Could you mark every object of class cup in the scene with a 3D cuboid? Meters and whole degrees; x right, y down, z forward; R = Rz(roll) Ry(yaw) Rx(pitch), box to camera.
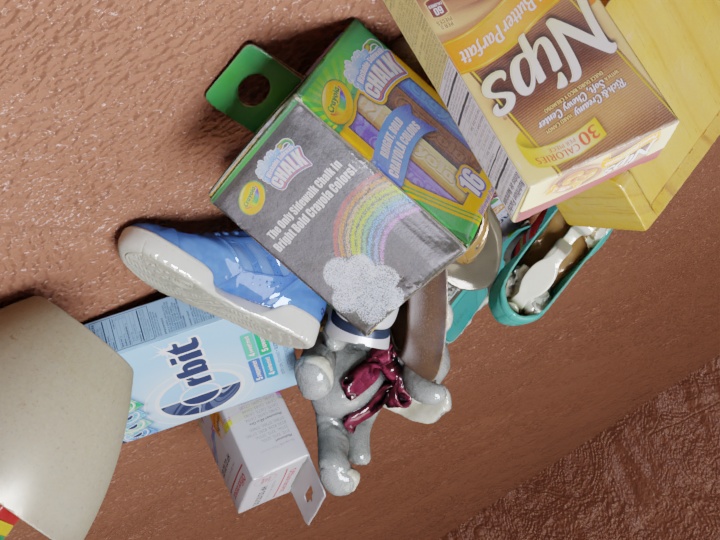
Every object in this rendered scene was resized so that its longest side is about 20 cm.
[{"bbox_3d":[-0.265,0.107,1.045,0.144,0.199,0.201,-54,166,-14],"label":"cup"}]

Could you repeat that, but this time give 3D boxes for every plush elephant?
[{"bbox_3d":[0.026,0.107,1.311,0.153,0.166,0.200,-9,-155,5],"label":"plush elephant"}]

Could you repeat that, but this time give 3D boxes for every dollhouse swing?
[{"bbox_3d":[0.222,-0.167,1.116,0.201,0.176,0.181,-51,-160,-11],"label":"dollhouse swing"}]

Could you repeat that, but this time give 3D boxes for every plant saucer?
[{"bbox_3d":[0.045,-0.001,1.171,0.032,0.202,0.201,-3,157,-7],"label":"plant saucer"}]

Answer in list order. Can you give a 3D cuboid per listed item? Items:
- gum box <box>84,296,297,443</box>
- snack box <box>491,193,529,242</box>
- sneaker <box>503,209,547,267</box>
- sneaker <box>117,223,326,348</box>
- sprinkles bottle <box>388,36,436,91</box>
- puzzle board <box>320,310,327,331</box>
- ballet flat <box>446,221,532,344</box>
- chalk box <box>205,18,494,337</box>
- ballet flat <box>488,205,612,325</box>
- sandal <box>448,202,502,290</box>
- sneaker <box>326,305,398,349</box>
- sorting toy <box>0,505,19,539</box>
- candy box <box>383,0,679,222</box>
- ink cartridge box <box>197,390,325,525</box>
[{"bbox_3d":[-0.162,0.084,1.222,0.198,0.045,0.170,-18,150,-6],"label":"gum box"},{"bbox_3d":[0.134,-0.083,1.279,0.141,0.053,0.200,-11,154,-45],"label":"snack box"},{"bbox_3d":[0.227,-0.059,1.341,0.200,0.077,0.085,-51,180,-30],"label":"sneaker"},{"bbox_3d":[-0.105,-0.021,1.093,0.199,0.112,0.076,27,159,-29],"label":"sneaker"},{"bbox_3d":[0.092,-0.141,1.053,0.068,0.069,0.199,-39,158,27],"label":"sprinkles bottle"},{"bbox_3d":[0.012,0.030,1.390,0.150,0.018,0.199,-14,171,-38],"label":"puzzle board"},{"bbox_3d":[0.126,0.005,1.466,0.200,0.072,0.072,-41,168,-27],"label":"ballet flat"},{"bbox_3d":[-0.016,-0.080,0.924,0.124,0.200,0.124,-42,-170,39],"label":"chalk box"},{"bbox_3d":[0.197,-0.027,1.239,0.201,0.067,0.070,-53,-172,2],"label":"ballet flat"},{"bbox_3d":[0.090,-0.049,1.190,0.079,0.054,0.201,2,136,7],"label":"sandal"},{"bbox_3d":[0.000,0.000,1.181,0.076,0.200,0.081,7,108,-15],"label":"sneaker"},{"bbox_3d":[-0.366,0.164,1.026,0.070,0.199,0.199,-55,171,-14],"label":"sorting toy"},{"bbox_3d":[0.106,-0.145,0.861,0.115,0.201,0.055,-24,160,-14],"label":"candy box"},{"bbox_3d":[-0.114,0.172,1.351,0.067,0.201,0.115,-20,159,-22],"label":"ink cartridge box"}]
